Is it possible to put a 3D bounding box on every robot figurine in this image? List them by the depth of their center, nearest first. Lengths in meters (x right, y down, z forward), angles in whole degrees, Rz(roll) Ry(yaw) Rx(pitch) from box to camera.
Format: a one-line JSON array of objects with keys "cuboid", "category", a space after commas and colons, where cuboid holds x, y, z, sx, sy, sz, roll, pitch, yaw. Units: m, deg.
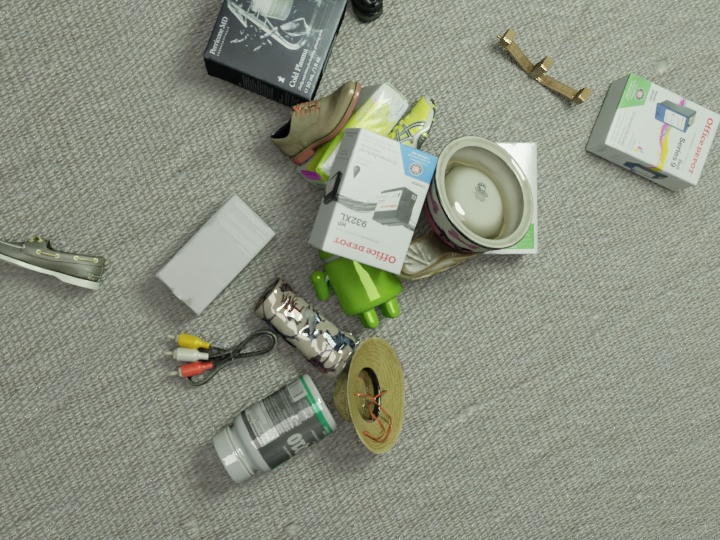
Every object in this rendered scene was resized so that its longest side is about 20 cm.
[{"cuboid": [0.000, 0.000, 1.374, 0.174, 0.116, 0.202, -25, 93, -9], "category": "robot figurine"}]

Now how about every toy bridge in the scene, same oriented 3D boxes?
[{"cuboid": [0.333, -0.375, 1.441, 0.199, 0.067, 0.027, 35, 86, -7], "category": "toy bridge"}]

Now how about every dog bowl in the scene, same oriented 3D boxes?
[{"cuboid": [0.191, -0.120, 1.307, 0.198, 0.074, 0.202, 10, 68, -25], "category": "dog bowl"}]

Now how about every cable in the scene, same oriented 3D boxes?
[{"cuboid": [-0.243, 0.153, 1.362, 0.198, 0.050, 0.098, -4, 91, 8], "category": "cable"}]

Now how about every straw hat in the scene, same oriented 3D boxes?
[{"cuboid": [-0.002, 0.223, 1.386, 0.084, 0.200, 0.203, -8, 92, 34], "category": "straw hat"}]

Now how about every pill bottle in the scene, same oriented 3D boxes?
[{"cuboid": [-0.150, 0.278, 1.357, 0.199, 0.113, 0.114, -30, 94, -6], "category": "pill bottle"}]

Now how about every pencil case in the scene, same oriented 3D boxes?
[{"cuboid": [-0.098, 0.098, 1.381, 0.200, 0.078, 0.090, 41, 68, -6], "category": "pencil case"}]

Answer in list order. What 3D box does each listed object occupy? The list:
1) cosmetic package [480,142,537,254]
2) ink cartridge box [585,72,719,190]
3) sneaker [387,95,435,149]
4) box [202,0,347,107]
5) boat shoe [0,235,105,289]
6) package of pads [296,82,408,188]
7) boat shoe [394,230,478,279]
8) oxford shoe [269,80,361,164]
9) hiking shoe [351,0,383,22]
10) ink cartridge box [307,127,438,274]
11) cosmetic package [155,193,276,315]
[{"cuboid": [0.264, -0.130, 1.425, 0.106, 0.085, 0.202, -2, 91, -4], "category": "cosmetic package"}, {"cuboid": [0.550, -0.258, 1.461, 0.198, 0.087, 0.147, 23, 87, -9], "category": "ink cartridge box"}, {"cuboid": [0.069, -0.234, 1.404, 0.076, 0.075, 0.201, 30, 85, -8], "category": "sneaker"}, {"cuboid": [-0.145, -0.410, 1.354, 0.195, 0.124, 0.202, 20, 88, -5], "category": "box"}, {"cuboid": [-0.539, -0.024, 1.329, 0.200, 0.072, 0.061, 19, 86, -13], "category": "boat shoe"}, {"cuboid": [-0.017, -0.232, 1.349, 0.068, 0.154, 0.201, 39, 85, -20], "category": "package of pads"}, {"cuboid": [0.141, -0.038, 1.348, 0.198, 0.066, 0.075, -18, 79, -19], "category": "boat shoe"}, {"cuboid": [-0.077, -0.253, 1.295, 0.074, 0.071, 0.200, 31, 131, -26], "category": "oxford shoe"}, {"cuboid": [-0.010, -0.550, 1.380, 0.075, 0.101, 0.201, -30, 94, -7], "category": "hiking shoe"}, {"cuboid": [0.020, -0.111, 1.257, 0.144, 0.084, 0.202, 17, 94, -21], "category": "ink cartridge box"}, {"cuboid": [-0.250, -0.027, 1.359, 0.200, 0.090, 0.107, -45, 95, -2], "category": "cosmetic package"}]
